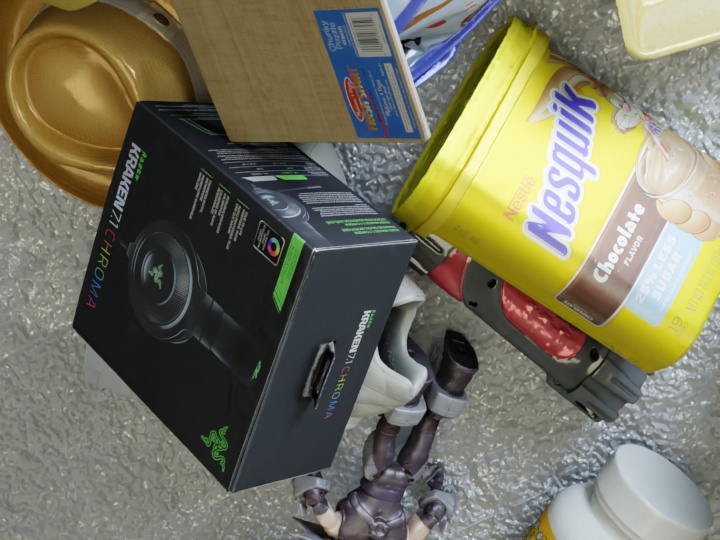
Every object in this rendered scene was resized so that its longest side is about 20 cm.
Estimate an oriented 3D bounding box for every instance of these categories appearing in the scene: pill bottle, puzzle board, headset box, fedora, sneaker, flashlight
[{"bbox_3d":[0.162,0.227,1.006,0.112,0.113,0.201,31,114,-3],"label":"pill bottle"},{"bbox_3d":[-0.049,-0.160,0.773,0.149,0.017,0.201,4,129,37],"label":"puzzle board"},{"bbox_3d":[-0.075,0.015,0.884,0.200,0.092,0.176,40,120,34],"label":"headset box"},{"bbox_3d":[-0.174,-0.120,0.943,0.198,0.082,0.203,4,113,8],"label":"fedora"},{"bbox_3d":[0.000,0.000,0.933,0.091,0.075,0.202,-16,83,35],"label":"sneaker"},{"bbox_3d":[0.115,0.020,0.961,0.199,0.068,0.068,38,80,-8],"label":"flashlight"}]

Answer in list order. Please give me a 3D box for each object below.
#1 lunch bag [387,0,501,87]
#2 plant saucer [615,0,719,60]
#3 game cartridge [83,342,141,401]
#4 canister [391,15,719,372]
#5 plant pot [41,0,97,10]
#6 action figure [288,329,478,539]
[{"bbox_3d":[0.009,-0.211,0.833,0.200,0.124,0.170,-47,72,16],"label":"lunch bag"},{"bbox_3d":[0.215,-0.243,0.809,0.198,0.048,0.202,-16,101,-10],"label":"plant saucer"},{"bbox_3d":[-0.100,0.044,1.022,0.198,0.042,0.135,14,109,4],"label":"game cartridge"},{"bbox_3d":[0.140,-0.046,0.893,0.199,0.087,0.149,32,73,-6],"label":"canister"},{"bbox_3d":[-0.182,-0.245,0.847,0.199,0.201,0.143,-26,117,18],"label":"plant pot"},{"bbox_3d":[0.022,0.142,1.009,0.129,0.070,0.202,9,116,-28],"label":"action figure"}]
